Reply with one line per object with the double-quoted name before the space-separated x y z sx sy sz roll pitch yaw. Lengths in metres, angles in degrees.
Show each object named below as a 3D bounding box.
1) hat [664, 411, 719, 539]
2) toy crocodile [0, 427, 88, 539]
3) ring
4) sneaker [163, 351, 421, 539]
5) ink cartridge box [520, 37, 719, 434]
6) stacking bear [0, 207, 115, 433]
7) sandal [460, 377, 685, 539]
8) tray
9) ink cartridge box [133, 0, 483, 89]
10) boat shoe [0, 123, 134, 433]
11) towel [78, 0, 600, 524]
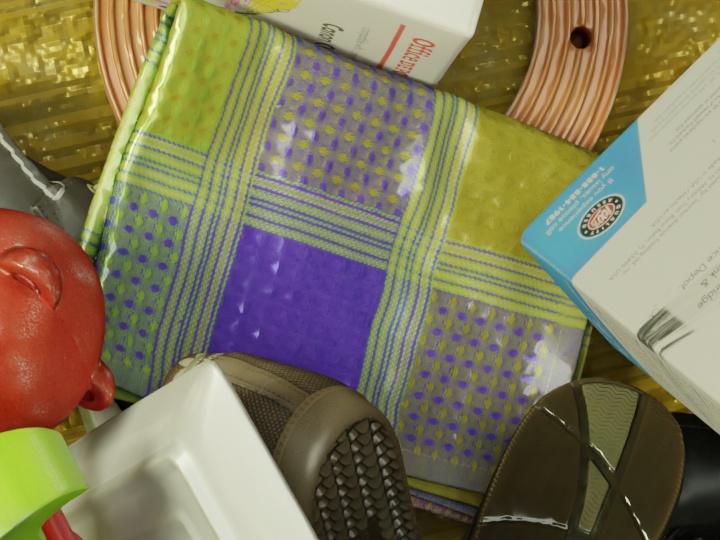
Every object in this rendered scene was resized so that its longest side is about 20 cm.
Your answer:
"hat" 0.131 0.149 0.889 0.199 0.081 0.202 -2 74 7
"toy crocodile" -0.101 0.114 0.802 0.062 0.200 0.068 -27 53 -9
"ring" 0.000 -0.095 0.925 0.199 0.019 0.202 0 85 -6
"sneaker" -0.021 0.103 0.855 0.075 0.201 0.070 27 50 30
"ink cartridge box" 0.154 0.007 0.810 0.116 0.200 0.067 -43 125 -2
"stacking bear" -0.174 0.007 0.816 0.199 0.122 0.114 13 49 26
"sandal" 0.044 0.126 0.842 0.081 0.055 0.201 27 70 9
"tray" -0.062 0.099 0.818 0.022 0.200 0.108 -30 89 -26
"ink cartridge box" -0.016 -0.117 0.857 0.199 0.116 0.068 16 84 -3
"boat shoe" -0.097 0.005 0.886 0.060 0.072 0.202 -35 97 -12
"towel" 0.000 0.000 0.871 0.199 0.023 0.144 21 84 -26
